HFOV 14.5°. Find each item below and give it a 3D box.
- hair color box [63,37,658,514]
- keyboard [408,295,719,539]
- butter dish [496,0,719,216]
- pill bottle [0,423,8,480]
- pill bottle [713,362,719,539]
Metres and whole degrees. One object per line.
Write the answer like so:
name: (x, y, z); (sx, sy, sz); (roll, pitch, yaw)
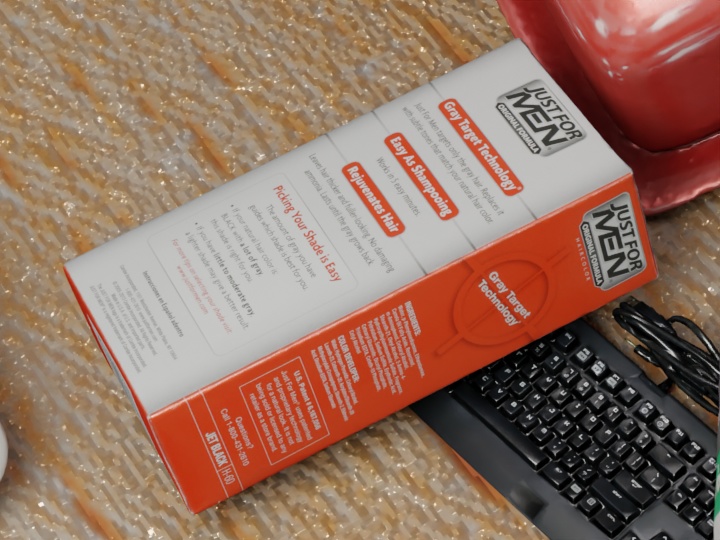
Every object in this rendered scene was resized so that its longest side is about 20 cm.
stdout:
hair color box: (0.000, 0.000, 1.071); (0.200, 0.061, 0.102); (-27, 44, -7)
keyboard: (0.096, 0.052, 1.063); (0.104, 0.040, 0.200); (-39, 62, -19)
butter dish: (0.131, -0.153, 1.096); (0.199, 0.148, 0.200); (-29, 71, 13)
pill bottle: (-0.222, 0.017, 1.067); (0.114, 0.114, 0.200); (-30, 58, -15)
pill bottle: (0.181, 0.059, 0.986); (0.113, 0.113, 0.200); (3, 61, 6)
